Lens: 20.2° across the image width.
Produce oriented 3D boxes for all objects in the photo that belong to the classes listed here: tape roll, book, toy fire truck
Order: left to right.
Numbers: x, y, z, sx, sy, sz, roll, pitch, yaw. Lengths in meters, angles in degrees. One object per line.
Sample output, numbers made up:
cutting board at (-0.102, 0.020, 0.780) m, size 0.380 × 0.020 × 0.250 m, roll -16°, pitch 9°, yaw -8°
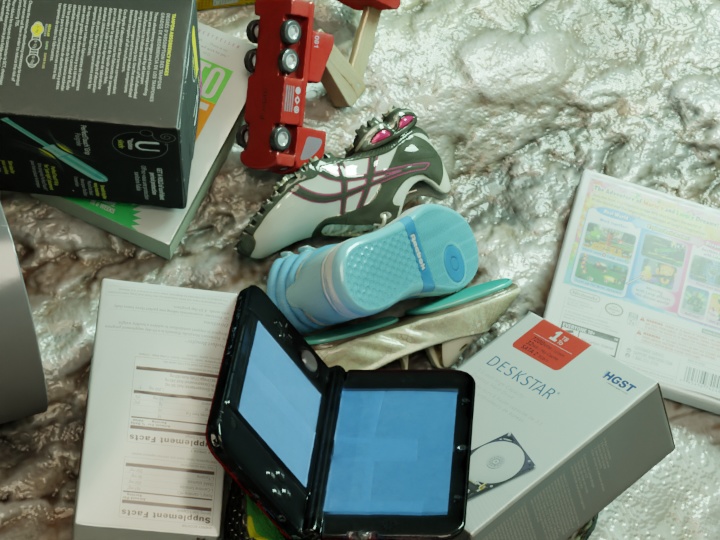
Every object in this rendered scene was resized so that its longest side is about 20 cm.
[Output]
tape roll at (-0.298, 0.021, 1.557) m, size 0.066 × 0.200 × 0.200 m, roll -15°, pitch 69°, yaw -13°
book at (-0.178, -0.123, 1.730) m, size 0.134 × 0.048 × 0.200 m, roll 24°, pitch 67°, yaw 5°
toy fire truck at (-0.035, -0.180, 1.749) m, size 0.141 × 0.049 × 0.200 m, roll 5°, pitch 91°, yaw -48°

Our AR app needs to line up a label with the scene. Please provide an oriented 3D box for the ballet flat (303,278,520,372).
ballet flat at (0.042, 0.061, 1.675) m, size 0.200 × 0.067 × 0.062 m, roll -16°, pitch 97°, yaw -11°

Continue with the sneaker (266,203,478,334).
sneaker at (0.000, 0.000, 1.682) m, size 0.200 × 0.131 × 0.080 m, roll -13°, pitch 88°, yaw -51°

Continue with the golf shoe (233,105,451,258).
golf shoe at (-0.013, -0.058, 1.706) m, size 0.200 × 0.077 × 0.088 m, roll -34°, pitch 82°, yaw -20°

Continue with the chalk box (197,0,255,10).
chalk box at (-0.137, -0.346, 1.791) m, size 0.124 × 0.124 × 0.200 m, roll -9°, pitch 68°, yaw -11°

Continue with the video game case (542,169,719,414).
video game case at (0.265, 0.021, 1.736) m, size 0.200 × 0.024 × 0.182 m, roll 17°, pitch 64°, yaw 1°

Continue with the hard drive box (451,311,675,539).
hard drive box at (0.119, 0.141, 1.591) m, size 0.200 × 0.077 × 0.156 m, roll -36°, pitch 39°, yaw -22°

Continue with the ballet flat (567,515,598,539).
ballet flat at (0.113, 0.228, 1.595) m, size 0.074 × 0.074 × 0.200 m, roll 43°, pitch 67°, yaw 11°

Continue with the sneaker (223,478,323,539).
sneaker at (-0.055, 0.209, 1.537) m, size 0.085 × 0.078 × 0.200 m, roll 3°, pitch 33°, yaw -19°

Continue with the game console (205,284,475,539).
game console at (-0.011, 0.102, 1.519) m, size 0.172 × 0.119 × 0.200 m, roll 51°, pitch 25°, yaw -25°

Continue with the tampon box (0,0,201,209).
tampon box at (-0.234, -0.144, 1.632) m, size 0.200 × 0.150 × 0.126 m, roll 6°, pitch 67°, yaw -1°

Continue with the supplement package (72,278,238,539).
supplement package at (-0.161, 0.123, 1.578) m, size 0.109 × 0.114 × 0.200 m, roll 6°, pitch 64°, yaw -7°
